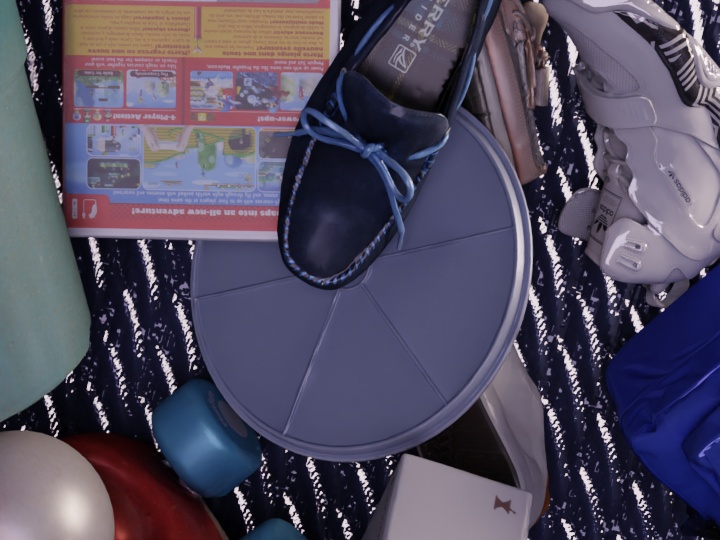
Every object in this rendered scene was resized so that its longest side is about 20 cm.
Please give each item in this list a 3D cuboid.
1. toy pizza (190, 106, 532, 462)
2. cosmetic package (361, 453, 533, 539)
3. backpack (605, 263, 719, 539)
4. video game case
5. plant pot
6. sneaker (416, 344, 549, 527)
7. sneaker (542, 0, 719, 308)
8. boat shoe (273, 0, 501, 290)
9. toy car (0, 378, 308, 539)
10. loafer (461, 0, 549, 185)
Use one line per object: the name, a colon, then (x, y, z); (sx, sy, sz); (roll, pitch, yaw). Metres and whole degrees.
toy pizza: (0.000, 0.000, 0.917); (0.199, 0.032, 0.202); (-6, 77, 26)
cosmetic package: (0.020, 0.193, 0.889); (0.071, 0.102, 0.201); (18, 140, -3)
backpack: (0.243, 0.102, 0.898); (0.162, 0.168, 0.200); (-39, 108, 16)
video game case: (-0.081, -0.116, 0.891); (0.142, 0.017, 0.202); (1, 96, 0)
plant pot: (-0.228, -0.031, 0.838); (0.199, 0.200, 0.197); (-16, 114, 2)
sneaker: (0.050, 0.049, 0.949); (0.072, 0.085, 0.201); (-21, 77, 23)
sneaker: (0.138, -0.066, 0.901); (0.200, 0.075, 0.115); (39, 96, -28)
boat shoe: (0.009, -0.085, 0.850); (0.084, 0.069, 0.201); (19, 98, -5)
toy car: (-0.148, 0.148, 0.863); (0.184, 0.200, 0.177); (-37, 61, 11)
loafer: (0.071, -0.144, 0.916); (0.062, 0.072, 0.201); (-19, 95, -5)
